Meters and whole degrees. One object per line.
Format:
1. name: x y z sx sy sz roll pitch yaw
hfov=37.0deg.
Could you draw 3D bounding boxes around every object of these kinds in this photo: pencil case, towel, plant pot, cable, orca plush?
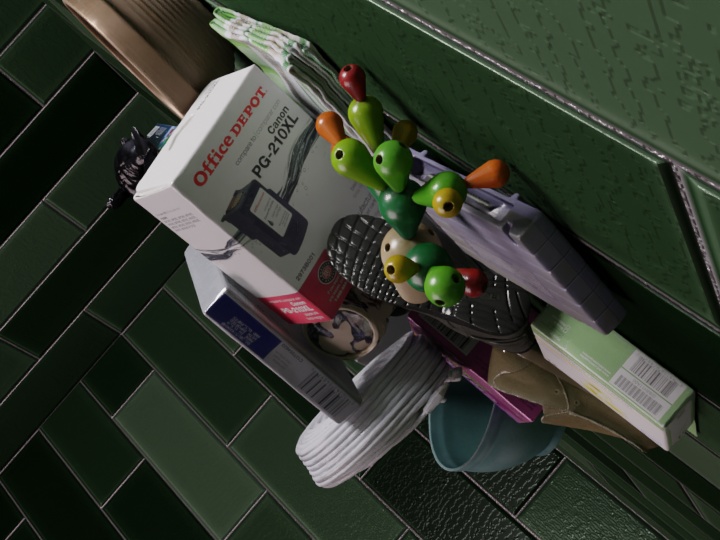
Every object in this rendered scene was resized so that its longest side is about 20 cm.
1. pencil case: 0.000 0.000 1.105 0.078 0.200 0.089 -19 125 32
2. towel: -0.051 -0.160 0.942 0.149 0.031 0.200 44 176 -34
3. plant pot: -0.191 -0.227 1.072 0.201 0.093 0.201 43 177 3
4. plant pot: 0.193 0.177 1.433 0.134 0.201 0.200 13 -174 -18
5. cable: 0.012 0.153 1.186 0.069 0.200 0.200 47 174 -2
6. orca plush: -0.226 -0.082 1.111 0.105 0.071 0.200 44 172 -12

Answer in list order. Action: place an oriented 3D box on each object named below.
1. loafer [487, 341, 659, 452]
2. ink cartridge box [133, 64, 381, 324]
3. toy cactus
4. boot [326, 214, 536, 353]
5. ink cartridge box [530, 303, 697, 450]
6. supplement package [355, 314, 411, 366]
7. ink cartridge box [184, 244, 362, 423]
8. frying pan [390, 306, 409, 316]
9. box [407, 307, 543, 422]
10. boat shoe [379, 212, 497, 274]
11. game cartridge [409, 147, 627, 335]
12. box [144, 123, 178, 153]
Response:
1. loafer: 0.214 0.127 1.082 0.200 0.068 0.076 32 -164 3
2. ink cartridge box: -0.083 -0.067 0.993 0.200 0.145 0.084 41 155 -25
3. toy cactus: 0.039 -0.041 0.767 0.200 0.102 0.165 55 167 35
4. boot: 0.066 0.024 0.988 0.200 0.068 0.131 24 169 14
5. ink cartridge box: 0.238 0.105 0.988 0.145 0.048 0.200 39 174 26
6. supplement package: 0.017 0.032 1.483 0.200 0.151 0.152 39 -175 38
7. ink cartridge box: -0.096 0.045 1.117 0.200 0.041 0.200 43 -171 -27
8. frying pan: 0.054 0.001 1.175 0.031 0.115 0.190 24 178 -2
9. box: 0.151 0.082 1.230 0.176 0.097 0.200 40 177 8
10. boat shoe: 0.077 -0.015 1.054 0.074 0.065 0.200 37 175 47
11. game cartridge: 0.109 -0.028 0.830 0.130 0.038 0.200 38 179 -34
12. box: -0.156 -0.091 1.124 0.137 0.038 0.200 45 172 -22
